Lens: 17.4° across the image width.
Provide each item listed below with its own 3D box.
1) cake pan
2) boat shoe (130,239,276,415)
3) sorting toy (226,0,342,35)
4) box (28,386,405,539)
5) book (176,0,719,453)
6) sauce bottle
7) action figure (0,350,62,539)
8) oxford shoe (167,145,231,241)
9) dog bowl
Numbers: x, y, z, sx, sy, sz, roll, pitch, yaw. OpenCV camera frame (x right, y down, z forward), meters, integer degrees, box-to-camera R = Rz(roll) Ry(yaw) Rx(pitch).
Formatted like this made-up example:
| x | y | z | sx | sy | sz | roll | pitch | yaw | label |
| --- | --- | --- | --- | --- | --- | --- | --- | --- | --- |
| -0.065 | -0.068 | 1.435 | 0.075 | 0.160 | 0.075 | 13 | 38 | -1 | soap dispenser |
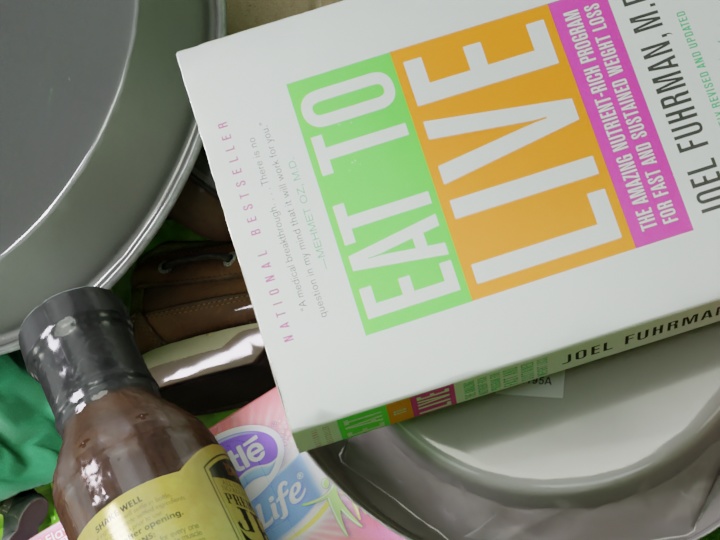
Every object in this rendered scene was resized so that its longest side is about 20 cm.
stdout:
| x | y | z | sx | sy | sz | roll | pitch | yaw | label |
| --- | --- | --- | --- | --- | --- | --- | --- | --- | --- |
| -0.137 | -0.066 | 0.903 | 0.199 | 0.037 | 0.201 | -19 | 58 | 34 | cake pan |
| 0.000 | 0.000 | 0.906 | 0.199 | 0.072 | 0.068 | -12 | 70 | 12 | boat shoe |
| -0.055 | -0.154 | 0.999 | 0.185 | 0.036 | 0.201 | 29 | 87 | 24 | sorting toy |
| -0.024 | 0.109 | 0.860 | 0.199 | 0.103 | 0.095 | -32 | 66 | 5 | box |
| 0.055 | -0.034 | 0.753 | 0.199 | 0.048 | 0.134 | -18 | 70 | -2 | book |
| -0.064 | 0.091 | 0.786 | 0.064 | 0.065 | 0.201 | -30 | 59 | 5 | sauce bottle |
| -0.168 | 0.047 | 0.936 | 0.200 | 0.118 | 0.055 | 37 | 125 | 42 | action figure |
| -0.113 | -0.031 | 0.941 | 0.199 | 0.073 | 0.085 | 15 | 78 | 44 | oxford shoe |
| 0.066 | 0.011 | 0.786 | 0.199 | 0.059 | 0.201 | -3 | 69 | 8 | dog bowl |
